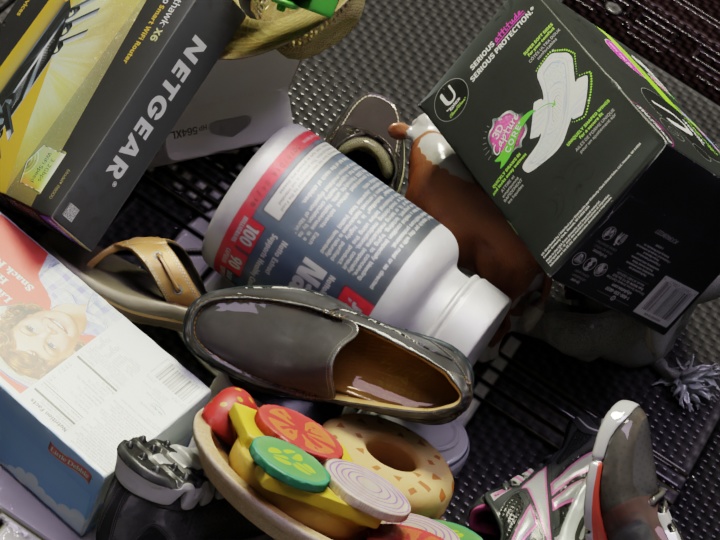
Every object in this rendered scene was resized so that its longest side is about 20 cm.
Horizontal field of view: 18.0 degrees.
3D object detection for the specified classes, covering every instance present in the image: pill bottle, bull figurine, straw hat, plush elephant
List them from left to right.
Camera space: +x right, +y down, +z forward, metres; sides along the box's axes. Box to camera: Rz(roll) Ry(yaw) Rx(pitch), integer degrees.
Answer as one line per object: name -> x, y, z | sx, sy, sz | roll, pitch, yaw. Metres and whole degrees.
straw hat -> -0.040, -0.205, 1.637 | 0.085, 0.200, 0.202 | 52, 29, -45
pill bottle -> 0.000, 0.000, 1.585 | 0.199, 0.120, 0.120 | 35, 44, 8
bull figurine -> 0.075, -0.028, 1.668 | 0.065, 0.122, 0.200 | -9, 36, -28
plush elephant -> 0.215, -0.003, 1.705 | 0.200, 0.155, 0.165 | 38, 44, 12

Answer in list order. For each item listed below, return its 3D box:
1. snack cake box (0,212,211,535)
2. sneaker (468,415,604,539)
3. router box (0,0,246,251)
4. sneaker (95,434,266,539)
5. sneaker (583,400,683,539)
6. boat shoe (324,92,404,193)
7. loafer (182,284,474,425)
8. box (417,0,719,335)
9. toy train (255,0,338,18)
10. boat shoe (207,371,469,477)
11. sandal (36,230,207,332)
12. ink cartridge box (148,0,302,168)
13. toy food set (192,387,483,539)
snack cake box -> -0.212, 0.065, 1.498 | 0.200, 0.067, 0.115 | 40, 46, 13
sneaker -> 0.121, 0.165, 1.563 | 0.086, 0.081, 0.200 | 19, 37, 7
router box -> -0.195, -0.130, 1.579 | 0.157, 0.052, 0.201 | 24, 77, 39
sneaker -> -0.101, 0.157, 1.469 | 0.066, 0.091, 0.199 | 37, 16, 33
sneaker -> 0.196, 0.186, 1.505 | 0.081, 0.202, 0.077 | 0, 6, 24
boat shoe -> 0.002, -0.074, 1.734 | 0.073, 0.065, 0.201 | 21, 44, -6
loafer -> -0.019, 0.053, 1.488 | 0.198, 0.073, 0.072 | 11, 0, -3
box -> 0.164, -0.079, 1.593 | 0.148, 0.124, 0.200 | 25, 23, -45
toy train -> -0.087, -0.215, 1.572 | 0.056, 0.042, 0.199 | 13, 10, -45
boat shoe -> -0.011, 0.103, 1.561 | 0.198, 0.066, 0.074 | 6, 47, -21
sandal -> -0.129, 0.009, 1.581 | 0.199, 0.054, 0.080 | 23, 15, -8
ink cartridge box -> -0.136, -0.181, 1.723 | 0.128, 0.126, 0.200 | -16, 58, -36
toy food set -> -0.013, 0.134, 1.429 | 0.199, 0.049, 0.198 | 24, 15, -24
